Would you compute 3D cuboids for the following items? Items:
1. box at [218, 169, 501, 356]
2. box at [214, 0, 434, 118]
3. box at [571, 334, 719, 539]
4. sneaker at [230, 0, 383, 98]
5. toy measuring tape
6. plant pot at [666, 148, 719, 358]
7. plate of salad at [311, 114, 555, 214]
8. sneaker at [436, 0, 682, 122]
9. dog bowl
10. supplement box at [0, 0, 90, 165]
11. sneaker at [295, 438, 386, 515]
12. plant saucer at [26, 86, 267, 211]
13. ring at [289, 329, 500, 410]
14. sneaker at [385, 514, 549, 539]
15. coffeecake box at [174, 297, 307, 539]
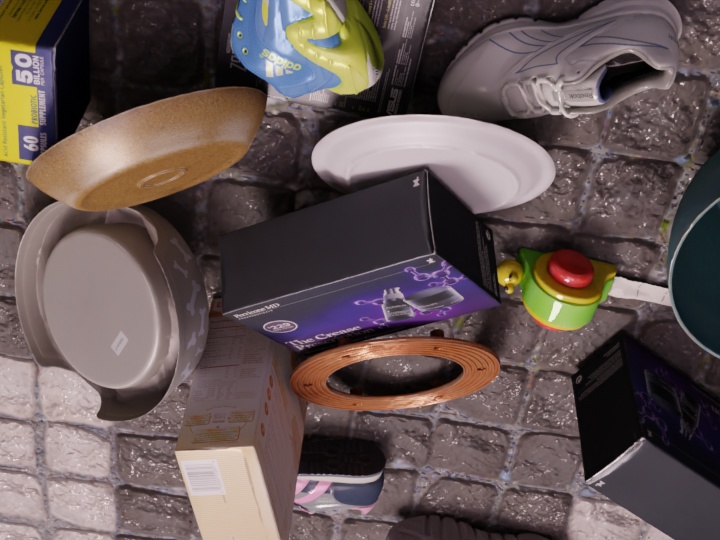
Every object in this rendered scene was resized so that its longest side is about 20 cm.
[{"bbox_3d":[0.000,0.000,1.031,0.198,0.080,0.141,-16,152,24],"label":"box"},{"bbox_3d":[-0.022,-0.220,0.930,0.158,0.044,0.201,11,128,-3],"label":"box"},{"bbox_3d":[0.299,0.174,1.136,0.199,0.142,0.079,33,124,-20],"label":"box"},{"bbox_3d":[-0.065,-0.200,0.874,0.104,0.076,0.201,-18,125,18],"label":"sneaker"},{"bbox_3d":[0.216,0.028,1.085,0.198,0.074,0.074,14,128,-5],"label":"toy measuring tape"},{"bbox_3d":[0.341,-0.039,0.980,0.198,0.135,0.202,2,129,3],"label":"plant pot"},{"bbox_3d":[0.059,-0.091,0.989,0.198,0.049,0.200,4,161,1],"label":"plate of salad"},{"bbox_3d":[0.151,-0.154,0.939,0.198,0.088,0.075,-17,127,19],"label":"sneaker"},{"bbox_3d":[-0.217,0.030,1.077,0.198,0.058,0.202,11,110,32],"label":"dog bowl"},{"bbox_3d":[-0.322,-0.168,0.956,0.198,0.110,0.110,8,128,-1],"label":"supplement box"},{"bbox_3d":[-0.075,0.219,1.258,0.198,0.070,0.083,6,125,2],"label":"sneaker"},{"bbox_3d":[-0.161,-0.088,0.960,0.199,0.200,0.036,-22,85,21],"label":"plant saucer"},{"bbox_3d":[0.032,0.093,1.134,0.198,0.019,0.201,-3,157,-1],"label":"ring"},{"bbox_3d":[0.116,0.339,1.329,0.198,0.078,0.113,13,127,-5],"label":"sneaker"},{"bbox_3d":[-0.104,0.145,1.121,0.072,0.201,0.155,-4,127,8],"label":"coffeecake box"}]
